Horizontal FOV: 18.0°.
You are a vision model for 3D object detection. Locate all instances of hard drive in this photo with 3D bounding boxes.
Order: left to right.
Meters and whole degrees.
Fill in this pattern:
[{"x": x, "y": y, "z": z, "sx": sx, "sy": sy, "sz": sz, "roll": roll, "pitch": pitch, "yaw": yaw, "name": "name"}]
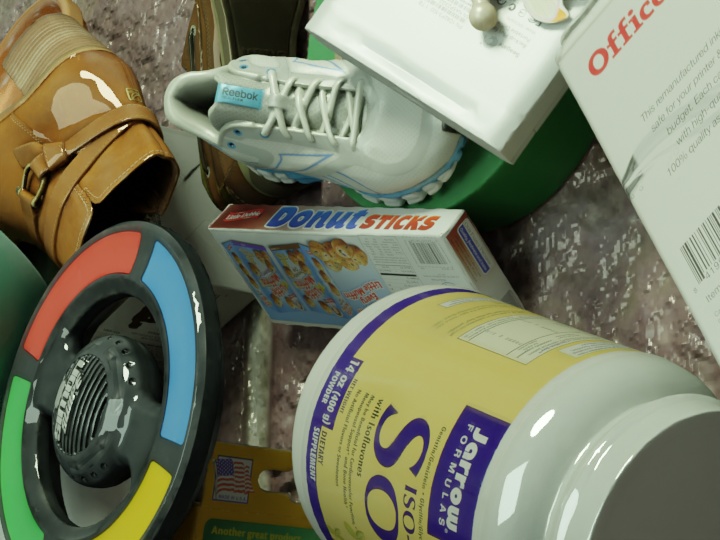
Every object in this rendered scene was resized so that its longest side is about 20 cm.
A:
[{"x": 0.080, "y": -0.165, "z": 1.087, "sx": 0.132, "sy": 0.026, "sz": 0.200, "roll": 35, "pitch": 88, "yaw": 30, "name": "hard drive"}]

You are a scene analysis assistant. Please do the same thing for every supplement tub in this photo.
[{"x": 0.078, "y": 0.095, "z": 1.013, "sx": 0.200, "sy": 0.145, "sz": 0.146, "roll": 20, "pitch": 97, "yaw": 51, "name": "supplement tub"}]

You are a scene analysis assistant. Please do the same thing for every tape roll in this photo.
[{"x": 0.051, "y": -0.121, "z": 1.175, "sx": 0.200, "sy": 0.048, "sz": 0.201, "roll": -16, "pitch": 69, "yaw": 49, "name": "tape roll"}]

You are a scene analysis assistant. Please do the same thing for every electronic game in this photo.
[{"x": -0.132, "y": 0.072, "z": 1.169, "sx": 0.200, "sy": 0.042, "sz": 0.201, "roll": -25, "pitch": 58, "yaw": 47, "name": "electronic game"}]

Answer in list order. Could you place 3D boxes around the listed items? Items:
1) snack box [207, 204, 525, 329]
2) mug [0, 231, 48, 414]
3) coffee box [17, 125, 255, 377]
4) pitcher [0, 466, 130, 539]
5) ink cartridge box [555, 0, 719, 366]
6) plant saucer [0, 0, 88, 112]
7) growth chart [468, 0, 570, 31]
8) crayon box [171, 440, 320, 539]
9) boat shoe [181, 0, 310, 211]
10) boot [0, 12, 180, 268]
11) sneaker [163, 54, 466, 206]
[{"x": 0.000, "y": 0.000, "z": 1.193, "sx": 0.200, "sy": 0.072, "sz": 0.024, "roll": 3, "pitch": 44, "yaw": 51, "name": "snack box"}, {"x": -0.255, "y": 0.045, "z": 1.285, "sx": 0.152, "sy": 0.185, "sz": 0.115, "roll": 7, "pitch": 50, "yaw": 42, "name": "mug"}, {"x": -0.158, "y": 0.014, "z": 1.374, "sx": 0.200, "sy": 0.080, "sz": 0.113, "roll": -41, "pitch": 51, "yaw": 37, "name": "coffee box"}, {"x": -0.175, "y": 0.169, "z": 1.306, "sx": 0.171, "sy": 0.121, "sz": 0.201, "roll": -19, "pitch": 61, "yaw": 14, "name": "pitcher"}, {"x": 0.185, "y": -0.066, "z": 0.968, "sx": 0.146, "sy": 0.085, "sz": 0.200, "roll": -49, "pitch": 49, "yaw": 32, "name": "ink cartridge box"}, {"x": -0.225, "y": -0.083, "z": 1.478, "sx": 0.200, "sy": 0.037, "sz": 0.201, "roll": -46, "pitch": 30, "yaw": 36, "name": "plant saucer"}, {"x": 0.125, "y": -0.201, "z": 1.054, "sx": 0.199, "sy": 0.018, "sz": 0.145, "roll": -24, "pitch": 64, "yaw": 16, "name": "growth chart"}, {"x": -0.055, "y": 0.192, "z": 1.171, "sx": 0.051, "sy": 0.125, "sz": 0.201, "roll": 1, "pitch": 82, "yaw": 51, "name": "crayon box"}, {"x": -0.075, "y": -0.132, "z": 1.313, "sx": 0.068, "sy": 0.072, "sz": 0.201, "roll": -22, "pitch": 65, "yaw": 45, "name": "boat shoe"}, {"x": -0.180, "y": -0.032, "z": 1.304, "sx": 0.200, "sy": 0.077, "sz": 0.155, "roll": -54, "pitch": 47, "yaw": 15, "name": "boot"}, {"x": -0.029, "y": -0.077, "z": 1.157, "sx": 0.200, "sy": 0.086, "sz": 0.075, "roll": 1, "pitch": 81, "yaw": 49, "name": "sneaker"}]
